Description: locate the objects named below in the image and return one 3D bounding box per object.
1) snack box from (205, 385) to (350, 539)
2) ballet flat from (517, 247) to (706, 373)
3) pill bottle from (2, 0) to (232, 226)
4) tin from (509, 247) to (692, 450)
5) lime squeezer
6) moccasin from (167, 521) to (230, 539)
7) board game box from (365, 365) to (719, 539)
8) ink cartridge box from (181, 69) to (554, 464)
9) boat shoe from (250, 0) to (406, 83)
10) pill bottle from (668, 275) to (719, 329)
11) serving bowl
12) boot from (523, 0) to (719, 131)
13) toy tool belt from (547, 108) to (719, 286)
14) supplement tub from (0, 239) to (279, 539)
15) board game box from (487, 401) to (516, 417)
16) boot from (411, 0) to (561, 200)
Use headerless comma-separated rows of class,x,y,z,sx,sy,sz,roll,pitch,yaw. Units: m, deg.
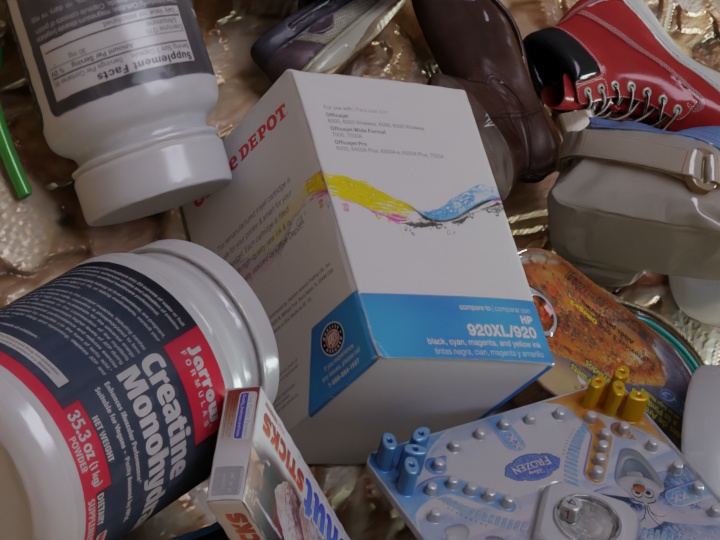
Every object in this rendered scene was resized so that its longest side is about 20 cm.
snack box,-0.039,0.150,1.248,0.201,0.024,0.072,64,27,-49
ballet flat,0.161,0.034,1.556,0.199,0.071,0.065,29,23,-25
pill bottle,-0.153,-0.136,1.363,0.113,0.113,0.202,-14,86,-44
tin,0.151,0.068,1.466,0.199,0.042,0.113,37,39,-23
lime squeezer,-0.229,-0.139,1.390,0.071,0.037,0.201,50,30,-47
moccasin,-0.108,0.188,1.215,0.199,0.080,0.069,-20,78,-44
board game box,0.135,0.147,1.310,0.199,0.026,0.200,-13,47,-32
ink cartridge box,0.000,0.000,1.385,0.144,0.147,0.202,3,60,-37
boat shoe,-0.013,-0.186,1.563,0.065,0.072,0.200,42,45,-6
pill bottle,0.340,0.011,1.679,0.199,0.112,0.113,20,50,-28
serving bowl,0.265,0.160,1.468,0.200,0.065,0.202,-7,90,-69
boot,0.215,-0.121,1.705,0.200,0.073,0.144,45,43,8
toy tool belt,0.231,-0.061,1.562,0.198,0.125,0.124,7,51,7
supplement tub,-0.151,0.076,1.215,0.141,0.140,0.200,52,43,5
board game box,0.152,0.154,1.476,0.198,0.041,0.201,28,47,-21
boot,0.069,-0.135,1.546,0.187,0.064,0.200,56,20,5
